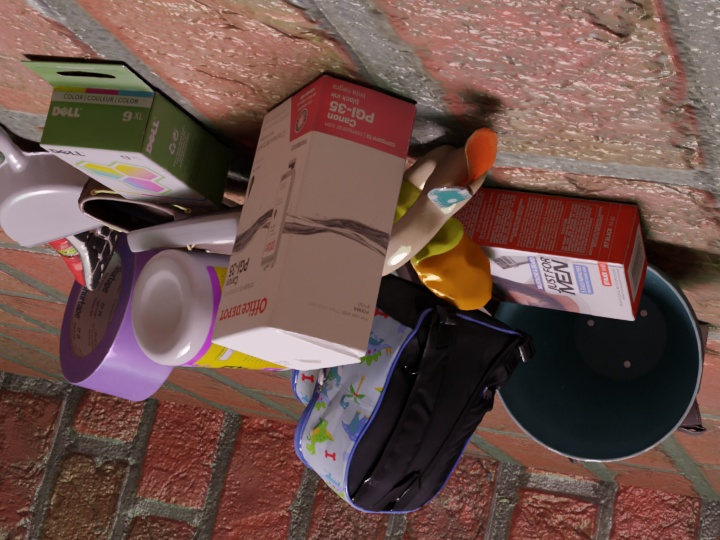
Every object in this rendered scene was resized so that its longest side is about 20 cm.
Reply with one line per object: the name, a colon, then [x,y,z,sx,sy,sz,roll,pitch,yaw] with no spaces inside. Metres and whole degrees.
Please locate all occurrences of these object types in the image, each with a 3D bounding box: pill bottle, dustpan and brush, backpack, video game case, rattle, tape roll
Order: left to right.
dustpan and brush: [-0.334,-0.095,1.485,0.139,0.057,0.200,-16,159,12]
tape roll: [-0.280,0.051,1.758,0.085,0.200,0.200,20,166,-30]
pill bottle: [-0.104,0.039,1.350,0.200,0.104,0.104,7,175,-44]
video game case: [-0.086,-0.050,1.322,0.182,0.024,0.200,-16,-174,-35]
backpack: [0.029,0.110,1.335,0.147,0.200,0.183,29,-173,40]
rattle: [0.085,-0.028,1.151,0.143,0.130,0.200,55,145,-6]

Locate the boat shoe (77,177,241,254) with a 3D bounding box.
boat shoe: [-0.180,-0.047,1.447,0.200,0.060,0.072,24,140,0]

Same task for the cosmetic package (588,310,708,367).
cosmetic package: [0.268,0.080,1.609,0.200,0.090,0.107,19,164,-13]

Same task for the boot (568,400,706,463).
boot: [0.299,0.124,1.727,0.174,0.200,0.069,-19,164,-3]

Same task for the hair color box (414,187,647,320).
hair color box: [0.146,-0.018,1.300,0.200,0.064,0.111,9,156,21]

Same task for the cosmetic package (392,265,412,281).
cosmetic package: [0.000,0.000,1.471,0.082,0.051,0.200,-13,154,6]

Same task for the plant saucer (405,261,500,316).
plant saucer: [0.113,0.039,1.530,0.200,0.032,0.200,42,169,10]

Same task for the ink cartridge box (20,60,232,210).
ink cartridge box: [-0.203,-0.114,1.264,0.104,0.059,0.200,7,167,24]

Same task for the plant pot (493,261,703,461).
plant pot: [0.238,0.072,1.414,0.200,0.200,0.135,8,-171,20]

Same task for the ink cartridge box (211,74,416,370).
ink cartridge box: [-0.037,-0.032,1.136,0.083,0.200,0.146,17,167,-20]

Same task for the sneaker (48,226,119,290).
sneaker: [-0.331,-0.049,1.660,0.085,0.077,0.200,17,153,13]
